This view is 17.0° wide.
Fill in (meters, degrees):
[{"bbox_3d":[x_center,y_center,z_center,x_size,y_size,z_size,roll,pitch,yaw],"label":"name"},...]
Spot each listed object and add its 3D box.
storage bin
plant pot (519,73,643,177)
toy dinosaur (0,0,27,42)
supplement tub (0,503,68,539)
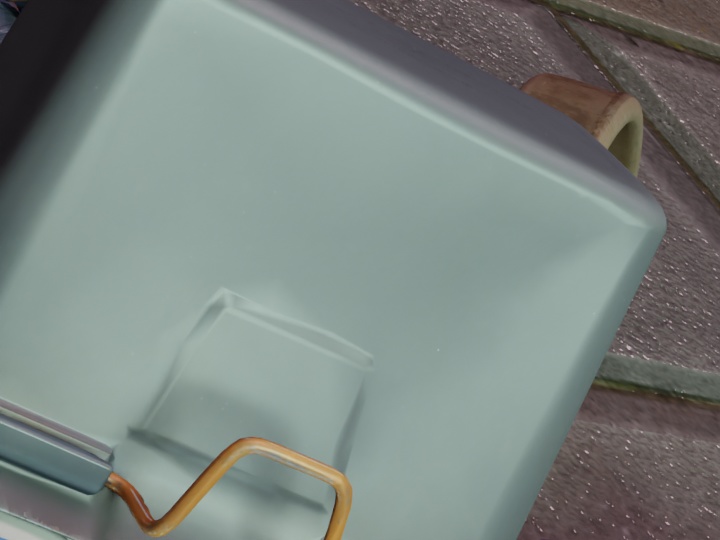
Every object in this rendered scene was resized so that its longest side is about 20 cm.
[{"bbox_3d":[-0.023,0.001,0.617,0.199,0.135,0.146,24,13,-22],"label":"storage bin"},{"bbox_3d":[0.000,0.000,0.956,0.173,0.202,0.200,21,21,12],"label":"plant pot"},{"bbox_3d":[-0.146,-0.106,1.016,0.180,0.106,0.200,28,23,-1],"label":"toy dinosaur"},{"bbox_3d":[-0.109,0.152,0.522,0.131,0.132,0.201,25,26,-20],"label":"supplement tub"}]
